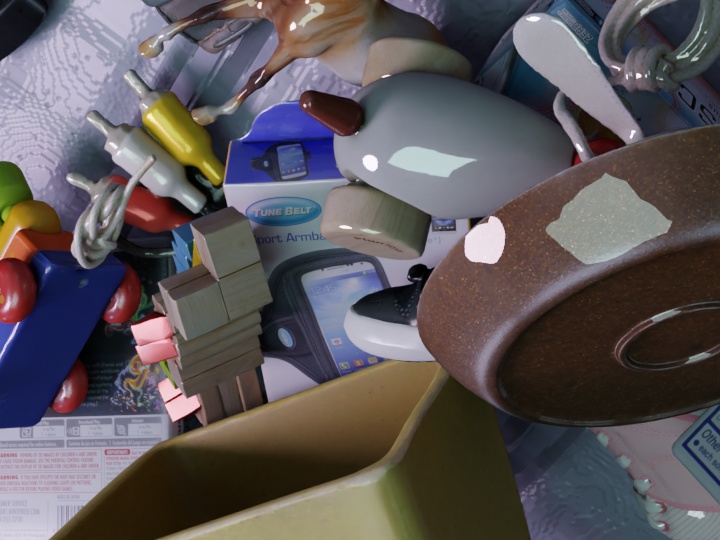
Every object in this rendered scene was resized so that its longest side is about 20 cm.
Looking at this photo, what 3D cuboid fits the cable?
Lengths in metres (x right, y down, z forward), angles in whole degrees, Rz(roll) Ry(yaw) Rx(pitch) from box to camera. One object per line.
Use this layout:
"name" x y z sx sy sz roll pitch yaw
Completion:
"cable" -0.069 -0.020 0.773 0.200 0.050 0.097 33 106 2

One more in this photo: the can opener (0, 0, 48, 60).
"can opener" -0.179 -0.181 0.737 0.200 0.078 0.064 -36 62 26

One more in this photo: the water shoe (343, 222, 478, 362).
"water shoe" 0.083 -0.009 0.656 0.199 0.071 0.079 -9 100 20

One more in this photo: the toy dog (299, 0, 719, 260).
"toy dog" 0.055 -0.056 0.580 0.199 0.096 0.133 -16 70 30

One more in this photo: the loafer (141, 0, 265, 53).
"loafer" -0.021 -0.166 0.688 0.199 0.072 0.063 -18 129 32

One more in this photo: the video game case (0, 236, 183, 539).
"video game case" -0.197 0.077 0.836 0.199 0.023 0.183 -4 84 20

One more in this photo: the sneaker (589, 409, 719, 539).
"sneaker" 0.145 0.084 0.740 0.199 0.075 0.105 19 118 -2

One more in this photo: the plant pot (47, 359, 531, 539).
"plant pot" -0.013 0.174 0.660 0.193 0.196 0.201 -21 98 18

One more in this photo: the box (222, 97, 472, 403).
"box" 0.000 0.000 0.726 0.118 0.042 0.201 -3 135 5

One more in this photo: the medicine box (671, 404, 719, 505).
"medicine box" 0.273 0.079 0.597 0.200 0.182 0.103 -47 135 9

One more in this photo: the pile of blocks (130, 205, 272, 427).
"pile of blocks" -0.092 0.024 0.726 0.082 0.062 0.200 59 162 22

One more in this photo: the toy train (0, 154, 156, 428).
"toy train" -0.177 -0.019 0.765 0.116 0.084 0.200 51 121 31

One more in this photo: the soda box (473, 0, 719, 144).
"soda box" 0.150 -0.051 0.678 0.200 0.068 0.064 43 122 -7

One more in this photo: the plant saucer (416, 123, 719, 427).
"plant saucer" 0.123 0.014 0.551 0.199 0.035 0.201 -10 150 -6

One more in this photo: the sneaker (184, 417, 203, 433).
"sneaker" -0.077 0.112 0.850 0.199 0.074 0.082 30 81 14

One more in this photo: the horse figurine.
"horse figurine" -0.009 -0.098 0.689 0.132 0.050 0.200 -30 138 26
